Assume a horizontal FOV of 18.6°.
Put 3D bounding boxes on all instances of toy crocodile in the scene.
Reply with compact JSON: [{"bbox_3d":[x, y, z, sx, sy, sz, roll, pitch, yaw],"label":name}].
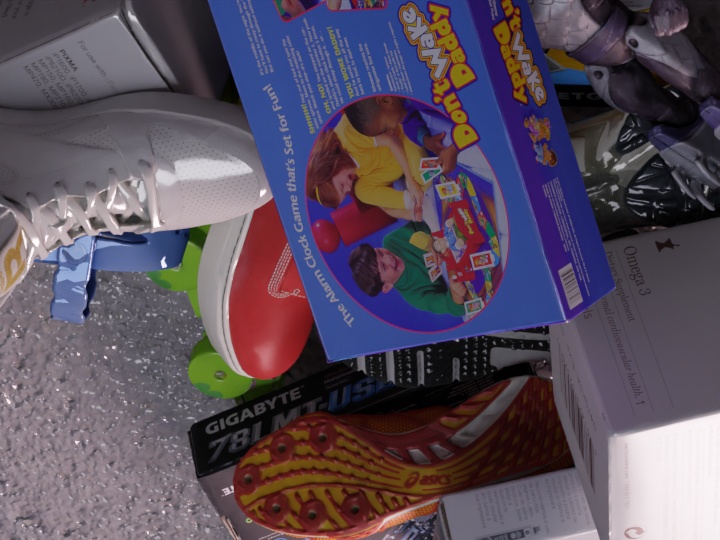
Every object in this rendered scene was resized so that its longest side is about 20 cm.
[{"bbox_3d":[-0.074,0.007,1.229,0.061,0.068,0.201,-7,128,15],"label":"toy crocodile"}]

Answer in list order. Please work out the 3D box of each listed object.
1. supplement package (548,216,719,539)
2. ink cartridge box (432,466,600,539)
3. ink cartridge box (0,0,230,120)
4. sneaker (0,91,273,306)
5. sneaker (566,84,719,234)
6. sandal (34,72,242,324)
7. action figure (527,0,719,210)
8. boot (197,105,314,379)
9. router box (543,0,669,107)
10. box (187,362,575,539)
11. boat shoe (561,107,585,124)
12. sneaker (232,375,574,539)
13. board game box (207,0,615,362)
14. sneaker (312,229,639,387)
[{"bbox_3d":[0.199,0.049,1.049,0.198,0.118,0.118,-12,137,-4],"label":"supplement package"},{"bbox_3d":[0.138,0.133,1.190,0.198,0.041,0.200,-14,165,-2],"label":"ink cartridge box"},{"bbox_3d":[-0.162,-0.106,1.095,0.198,0.148,0.086,-17,126,25],"label":"ink cartridge box"},{"bbox_3d":[-0.135,-0.021,0.990,0.198,0.116,0.074,-1,129,9],"label":"sneaker"},{"bbox_3d":[0.132,-0.056,1.091,0.198,0.086,0.078,-12,102,2],"label":"sneaker"},{"bbox_3d":[-0.113,-0.038,1.127,0.199,0.080,0.087,-26,109,19],"label":"sandal"},{"bbox_3d":[0.116,-0.096,0.969,0.199,0.070,0.130,33,144,-21],"label":"action figure"},{"bbox_3d":[0.000,0.000,1.061,0.144,0.072,0.201,34,133,23],"label":"boot"},{"bbox_3d":[0.053,-0.133,1.056,0.198,0.052,0.149,1,157,8],"label":"router box"},{"bbox_3d":[0.027,0.132,1.285,0.198,0.050,0.199,-23,131,5],"label":"box"},{"bbox_3d":[0.042,-0.054,1.161,0.198,0.073,0.060,2,173,-6],"label":"boat shoe"},{"bbox_3d":[0.029,0.108,1.192,0.198,0.074,0.077,-10,163,10],"label":"sneaker"},{"bbox_3d":[0.016,-0.069,0.947,0.134,0.045,0.202,-11,102,39],"label":"board game box"},{"bbox_3d":[0.067,0.011,1.180,0.198,0.080,0.074,0,133,-9],"label":"sneaker"}]
